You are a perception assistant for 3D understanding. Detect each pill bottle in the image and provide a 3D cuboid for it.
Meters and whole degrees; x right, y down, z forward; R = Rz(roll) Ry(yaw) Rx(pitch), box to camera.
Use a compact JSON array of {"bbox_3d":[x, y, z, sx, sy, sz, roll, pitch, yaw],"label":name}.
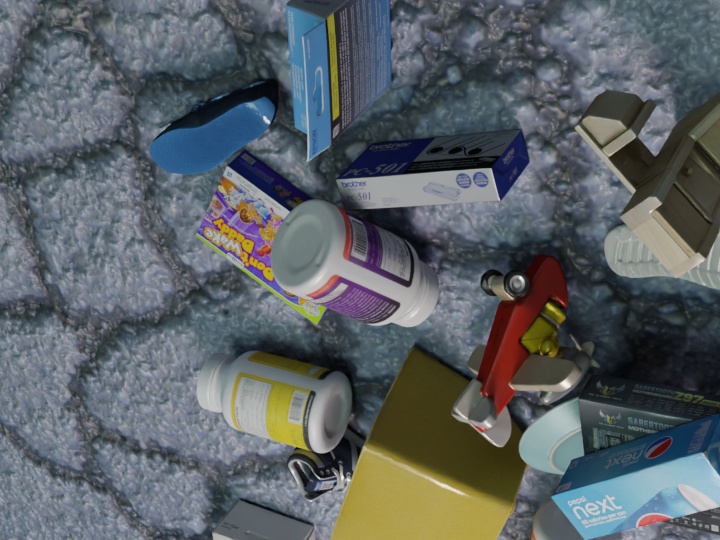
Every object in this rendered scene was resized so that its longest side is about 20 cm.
[{"bbox_3d":[0.268,0.399,1.669,0.112,0.113,0.201,19,128,19],"label":"pill bottle"},{"bbox_3d":[0.000,0.000,1.505,0.111,0.112,0.199,-19,150,39],"label":"pill bottle"},{"bbox_3d":[-0.119,0.173,1.751,0.198,0.112,0.113,12,127,25],"label":"pill bottle"}]

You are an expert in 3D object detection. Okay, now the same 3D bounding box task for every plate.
[{"bbox_3d":[0.284,0.198,1.498,0.198,0.026,0.201,-6,144,-5],"label":"plate"}]

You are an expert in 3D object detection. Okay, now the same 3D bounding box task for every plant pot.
[{"bbox_3d":[0.101,0.259,1.629,0.199,0.196,0.195,24,131,7],"label":"plant pot"}]

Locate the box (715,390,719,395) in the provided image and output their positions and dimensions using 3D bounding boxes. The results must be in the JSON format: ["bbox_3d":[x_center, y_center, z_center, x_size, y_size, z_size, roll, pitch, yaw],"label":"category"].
[{"bbox_3d":[0.448,0.163,1.393,0.101,0.113,0.200,36,135,4],"label":"box"}]

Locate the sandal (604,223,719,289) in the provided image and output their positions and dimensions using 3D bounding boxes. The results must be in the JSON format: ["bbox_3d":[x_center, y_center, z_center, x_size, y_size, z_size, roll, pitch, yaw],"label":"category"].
[{"bbox_3d":[0.353,-0.029,1.367,0.202,0.050,0.083,7,110,43],"label":"sandal"}]

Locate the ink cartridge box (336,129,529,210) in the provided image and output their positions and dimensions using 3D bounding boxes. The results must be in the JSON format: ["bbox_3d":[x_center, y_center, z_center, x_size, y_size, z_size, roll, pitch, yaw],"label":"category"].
[{"bbox_3d":[0.080,-0.112,1.442,0.199,0.094,0.045,-2,120,32],"label":"ink cartridge box"}]

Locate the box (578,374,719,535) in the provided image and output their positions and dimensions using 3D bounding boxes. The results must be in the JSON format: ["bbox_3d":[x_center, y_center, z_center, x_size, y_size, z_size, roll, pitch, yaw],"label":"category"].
[{"bbox_3d":[0.339,0.201,1.377,0.198,0.051,0.159,7,127,29],"label":"box"}]

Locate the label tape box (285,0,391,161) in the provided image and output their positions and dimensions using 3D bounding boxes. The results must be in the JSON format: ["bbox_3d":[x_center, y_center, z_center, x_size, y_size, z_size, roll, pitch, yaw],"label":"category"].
[{"bbox_3d":[-0.035,-0.226,1.361,0.066,0.200,0.144,14,127,23],"label":"label tape box"}]

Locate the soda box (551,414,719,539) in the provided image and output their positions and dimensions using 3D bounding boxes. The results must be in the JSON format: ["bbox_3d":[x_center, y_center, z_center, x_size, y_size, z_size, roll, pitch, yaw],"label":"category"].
[{"bbox_3d":[0.301,0.218,1.335,0.199,0.064,0.068,-27,105,44],"label":"soda box"}]

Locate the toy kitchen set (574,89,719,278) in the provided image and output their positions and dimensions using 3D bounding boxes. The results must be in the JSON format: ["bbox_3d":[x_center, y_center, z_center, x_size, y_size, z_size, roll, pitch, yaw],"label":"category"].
[{"bbox_3d":[0.327,-0.141,1.197,0.163,0.200,0.180,46,133,-5],"label":"toy kitchen set"}]

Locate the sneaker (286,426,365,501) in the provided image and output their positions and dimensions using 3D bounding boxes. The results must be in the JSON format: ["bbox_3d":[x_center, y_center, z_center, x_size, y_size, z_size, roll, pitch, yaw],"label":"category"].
[{"bbox_3d":[-0.007,0.287,1.763,0.199,0.109,0.070,29,132,11],"label":"sneaker"}]

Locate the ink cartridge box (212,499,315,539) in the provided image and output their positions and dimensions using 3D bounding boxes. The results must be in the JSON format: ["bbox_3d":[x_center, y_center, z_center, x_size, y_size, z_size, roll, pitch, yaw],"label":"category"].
[{"bbox_3d":[-0.142,0.472,1.992,0.145,0.083,0.201,15,128,23],"label":"ink cartridge box"}]

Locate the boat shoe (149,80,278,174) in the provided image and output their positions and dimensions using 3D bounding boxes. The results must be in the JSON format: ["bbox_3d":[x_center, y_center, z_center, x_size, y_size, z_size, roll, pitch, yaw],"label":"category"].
[{"bbox_3d":[-0.172,-0.173,1.577,0.199,0.069,0.084,-14,126,32],"label":"boat shoe"}]

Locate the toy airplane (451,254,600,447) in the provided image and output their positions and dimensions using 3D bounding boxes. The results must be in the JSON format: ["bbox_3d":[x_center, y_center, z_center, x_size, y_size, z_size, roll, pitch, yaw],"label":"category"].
[{"bbox_3d":[0.189,0.108,1.467,0.140,0.201,0.200,19,129,-19],"label":"toy airplane"}]

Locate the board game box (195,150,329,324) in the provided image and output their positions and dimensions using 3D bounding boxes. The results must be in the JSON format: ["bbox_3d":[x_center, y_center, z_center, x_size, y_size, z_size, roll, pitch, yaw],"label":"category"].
[{"bbox_3d":[-0.101,-0.040,1.637,0.199,0.045,0.135,36,133,5],"label":"board game box"}]
